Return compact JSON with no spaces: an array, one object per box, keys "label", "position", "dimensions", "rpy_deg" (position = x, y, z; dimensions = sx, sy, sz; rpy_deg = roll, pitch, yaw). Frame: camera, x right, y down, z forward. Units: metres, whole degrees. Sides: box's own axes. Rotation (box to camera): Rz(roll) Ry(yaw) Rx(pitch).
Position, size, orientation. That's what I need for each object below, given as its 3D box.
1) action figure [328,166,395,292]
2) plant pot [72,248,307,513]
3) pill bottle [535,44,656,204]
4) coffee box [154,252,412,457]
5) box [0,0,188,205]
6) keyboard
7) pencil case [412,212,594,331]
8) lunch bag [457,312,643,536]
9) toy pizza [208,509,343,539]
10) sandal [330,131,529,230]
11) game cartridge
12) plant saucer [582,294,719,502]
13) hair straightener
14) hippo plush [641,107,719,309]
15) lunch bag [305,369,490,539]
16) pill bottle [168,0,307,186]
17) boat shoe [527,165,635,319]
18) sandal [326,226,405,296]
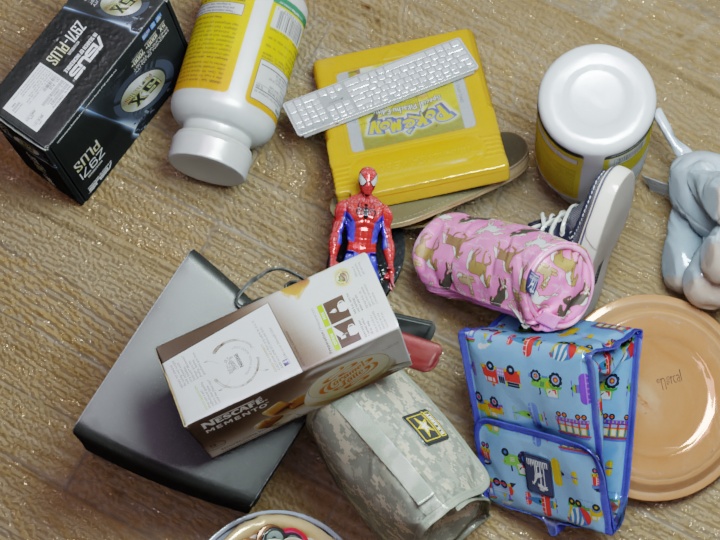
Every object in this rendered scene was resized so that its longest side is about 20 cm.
[{"label":"action figure","position":[0.000,0.000,1.656],"dimensions":[0.065,0.052,0.202],"rpy_deg":[4,84,-3]},{"label":"plant pot","position":[-0.143,0.127,1.641],"dimensions":[0.177,0.200,0.201],"rpy_deg":[33,78,2]},{"label":"pill bottle","position":[0.226,-0.132,1.676],"dimensions":[0.111,0.200,0.113],"rpy_deg":[-1,73,4]},{"label":"coffee box","position":[-0.064,0.075,1.486],"dimensions":[0.199,0.114,0.080],"rpy_deg":[-24,68,-2]},{"label":"box","position":[-0.273,-0.191,1.754],"dimensions":[0.086,0.164,0.201],"rpy_deg":[34,78,13]},{"label":"keyboard","position":[0.020,-0.188,1.756],"dimensions":[0.199,0.011,0.056],"rpy_deg":[-21,52,-7]},{"label":"pencil case","position":[0.133,-0.001,1.639],"dimensions":[0.086,0.200,0.083],"rpy_deg":[-20,111,-28]},{"label":"lunch bag","position":[0.181,0.150,1.614],"dimensions":[0.150,0.094,0.202],"rpy_deg":[8,108,39]},{"label":"toy pizza","position":[-0.075,0.325,1.605],"dimensions":[0.199,0.032,0.202],"rpy_deg":[5,79,-24]},{"label":"sandal","position":[0.076,-0.068,1.738],"dimensions":[0.210,0.070,0.078],"rpy_deg":[-22,49,-8]},{"label":"game cartridge","position":[0.049,-0.155,1.748],"dimensions":[0.175,0.033,0.201],"rpy_deg":[-12,49,1]},{"label":"plant saucer","position":[0.283,0.122,1.662],"dimensions":[0.198,0.032,0.202],"rpy_deg":[1,82,-6]},{"label":"hair straightener","position":[-0.022,0.041,1.598],"dimensions":[0.198,0.041,0.077],"rpy_deg":[13,33,-16]},{"label":"hippo plush","position":[0.386,-0.050,1.691],"dimensions":[0.159,0.161,0.200],"rpy_deg":[-2,28,-15]},{"label":"lunch bag","position":[0.037,0.179,1.599],"dimensions":[0.117,0.200,0.164],"rpy_deg":[-38,73,-7]},{"label":"pill bottle","position":[-0.131,-0.195,1.770],"dimensions":[0.112,0.113,0.202],"rpy_deg":[13,75,8]},{"label":"boat shoe","position":[0.197,-0.033,1.660],"dimensions":[0.092,0.201,0.075],"rpy_deg":[30,44,19]},{"label":"sandal","position":[-0.008,0.035,1.722],"dimensions":[0.074,0.045,0.201],"rpy_deg":[16,67,0]}]
